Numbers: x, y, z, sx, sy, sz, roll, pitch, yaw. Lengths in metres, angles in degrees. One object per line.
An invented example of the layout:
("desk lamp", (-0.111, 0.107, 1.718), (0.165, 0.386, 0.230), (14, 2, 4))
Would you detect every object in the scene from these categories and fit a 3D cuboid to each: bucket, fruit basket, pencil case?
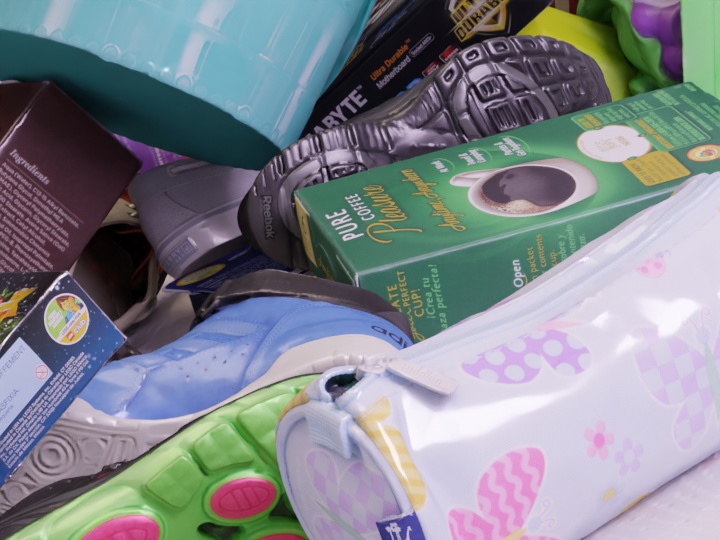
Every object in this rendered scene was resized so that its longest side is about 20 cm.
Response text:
("bucket", (-0.095, -0.143, 1.246), (0.207, 0.207, 0.135), (4, 72, 60))
("fruit basket", (0.131, -0.122, 1.325), (0.215, 0.156, 0.216), (-2, 11, 0))
("pencil case", (0.067, 0.040, 0.848), (0.200, 0.091, 0.083), (-26, 14, -29))

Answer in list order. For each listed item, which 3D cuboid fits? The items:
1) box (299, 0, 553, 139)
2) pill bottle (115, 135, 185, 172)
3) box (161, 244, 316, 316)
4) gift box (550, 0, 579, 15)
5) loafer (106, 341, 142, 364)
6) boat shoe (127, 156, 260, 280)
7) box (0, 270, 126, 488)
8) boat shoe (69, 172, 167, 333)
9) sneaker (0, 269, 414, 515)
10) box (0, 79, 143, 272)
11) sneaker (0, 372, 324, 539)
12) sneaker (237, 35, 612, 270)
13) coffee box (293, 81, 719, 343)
("box", (0.048, -0.139, 1.314), (0.200, 0.046, 0.159), (-41, 12, 41))
("pill bottle", (-0.197, -0.052, 1.554), (0.200, 0.112, 0.111), (-26, 14, -25))
("box", (0.000, 0.000, 1.230), (0.121, 0.033, 0.200), (-27, 16, -30))
("gift box", (0.128, -0.206, 1.523), (0.199, 0.187, 0.185), (1, 21, 17))
("loafer", (-0.188, 0.046, 1.152), (0.199, 0.071, 0.073), (15, 9, 2))
("boat shoe", (-0.048, -0.051, 1.374), (0.200, 0.069, 0.072), (-26, -11, -42))
("box", (-0.191, 0.061, 0.968), (0.200, 0.038, 0.137), (-2, 45, 55))
("boat shoe", (-0.135, -0.002, 1.338), (0.062, 0.071, 0.200), (-29, 13, 32))
("sneaker", (-0.071, 0.057, 1.005), (0.199, 0.077, 0.111), (-17, 16, 7))
("box", (-0.205, 0.004, 1.248), (0.200, 0.075, 0.100), (-58, 26, -16))
("sneaker", (-0.070, 0.086, 0.893), (0.199, 0.077, 0.084), (-22, 17, -13))
("sneaker", (0.027, -0.060, 1.221), (0.199, 0.076, 0.091), (-20, 5, -17))
("coffee box", (0.079, -0.025, 1.105), (0.199, 0.044, 0.123), (-16, 23, -10))
